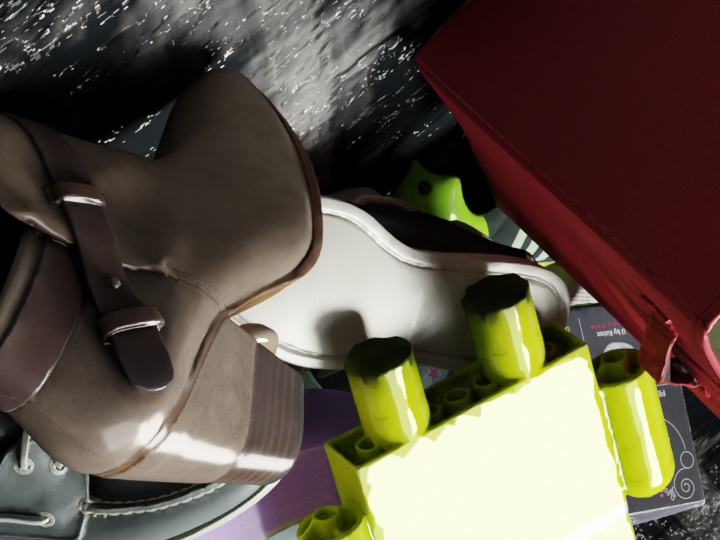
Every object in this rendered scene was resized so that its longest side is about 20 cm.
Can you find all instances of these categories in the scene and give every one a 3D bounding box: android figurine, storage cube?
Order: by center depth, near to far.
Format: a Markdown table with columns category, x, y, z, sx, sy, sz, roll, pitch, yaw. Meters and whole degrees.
| category | x | y | z | sx | sy | sz | roll | pitch | yaw |
| --- | --- | --- | --- | --- | --- | --- | --- | --- | --- |
| storage cube | 0.156 | -0.061 | 1.202 | 0.200 | 0.180 | 0.171 | -44 | 154 | -3 |
| android figurine | 0.058 | 0.106 | 1.250 | 0.181 | 0.041 | 0.201 | -26 | 119 | -20 |

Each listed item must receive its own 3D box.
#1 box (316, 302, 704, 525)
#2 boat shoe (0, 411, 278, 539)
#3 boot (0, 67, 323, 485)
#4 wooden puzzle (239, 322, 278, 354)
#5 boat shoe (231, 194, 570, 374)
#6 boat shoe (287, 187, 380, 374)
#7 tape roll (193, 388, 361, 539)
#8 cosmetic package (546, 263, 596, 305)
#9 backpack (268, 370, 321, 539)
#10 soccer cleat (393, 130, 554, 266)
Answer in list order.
| category | x | y | z | sx | sy | sz | roll | pitch | yaw |
| --- | --- | --- | --- | --- | --- | --- | --- | --- | --- |
| box | 0.065 | 0.095 | 1.492 | 0.132 | 0.115 | 0.200 | -7 | 170 | -32 |
| boat shoe | -0.123 | 0.064 | 0.997 | 0.199 | 0.073 | 0.062 | -4 | 167 | 5 |
| boot | -0.083 | -0.017 | 0.949 | 0.070 | 0.201 | 0.146 | -36 | 134 | 27 |
| wooden puzzle | -0.096 | 0.119 | 1.106 | 0.201 | 0.037 | 0.185 | -62 | 178 | -13 |
| boat shoe | 0.000 | 0.000 | 1.232 | 0.199 | 0.060 | 0.074 | 7 | 107 | -35 |
| boat shoe | -0.054 | 0.033 | 1.265 | 0.200 | 0.062 | 0.072 | -34 | 166 | -28 |
| tape roll | -0.027 | 0.158 | 1.296 | 0.199 | 0.066 | 0.201 | -9 | 115 | -21 |
| cosmetic package | 0.153 | -0.061 | 1.522 | 0.200 | 0.071 | 0.105 | -44 | 165 | 13 |
| backpack | -0.053 | 0.128 | 1.410 | 0.126 | 0.167 | 0.200 | -37 | 151 | -12 |
| soccer cleat | 0.072 | -0.039 | 1.391 | 0.200 | 0.067 | 0.081 | -28 | 140 | -59 |
